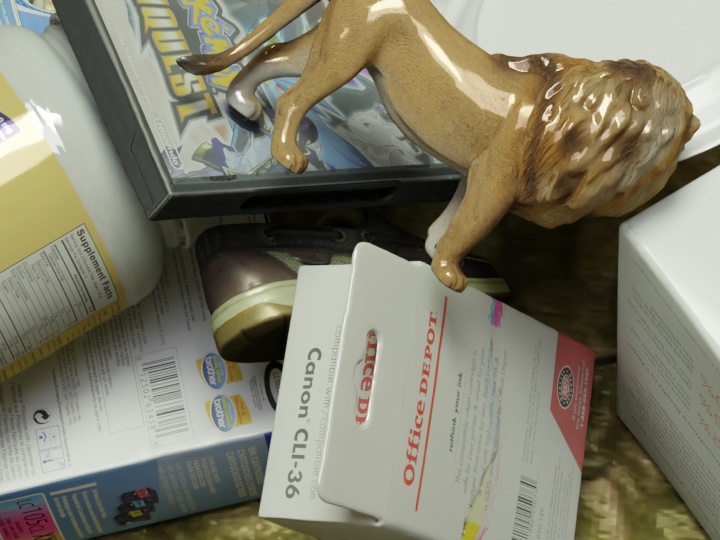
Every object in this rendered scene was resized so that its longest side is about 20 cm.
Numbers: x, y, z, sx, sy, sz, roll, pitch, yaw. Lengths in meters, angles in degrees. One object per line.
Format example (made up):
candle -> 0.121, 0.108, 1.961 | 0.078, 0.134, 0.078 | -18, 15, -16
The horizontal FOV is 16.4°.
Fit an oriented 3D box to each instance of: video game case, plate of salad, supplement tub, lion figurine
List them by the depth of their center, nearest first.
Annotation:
lion figurine -> 0.034, -0.075, 1.047 | 0.200, 0.072, 0.123 | 34, 101, -4
video game case -> -0.056, -0.116, 1.139 | 0.180, 0.026, 0.200 | -5, 61, -42
supplement tub -> -0.180, -0.023, 1.146 | 0.200, 0.145, 0.146 | -32, 65, -11
plate of salad -> 0.127, -0.109, 1.154 | 0.200, 0.048, 0.200 | -13, 45, 14

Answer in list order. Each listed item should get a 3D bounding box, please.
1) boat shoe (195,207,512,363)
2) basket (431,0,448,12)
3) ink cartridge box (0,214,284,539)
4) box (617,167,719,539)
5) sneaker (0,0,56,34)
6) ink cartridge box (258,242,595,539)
boat shoe -> -0.001, 0.000, 1.187 | 0.072, 0.201, 0.066 | -30, 75, 36
basket -> 0.035, -0.142, 1.286 | 0.200, 0.123, 0.136 | -27, 65, -9
ink cartridge box -> -0.096, 0.047, 1.225 | 0.199, 0.076, 0.137 | -14, 62, -1
box -> 0.200, 0.054, 1.122 | 0.106, 0.200, 0.152 | -30, 65, -10
sneaker -> -0.132, -0.091, 1.299 | 0.200, 0.076, 0.077 | 30, 73, 16
ink cartridge box -> 0.023, 0.066, 1.100 | 0.067, 0.200, 0.117 | -1, 73, 35
